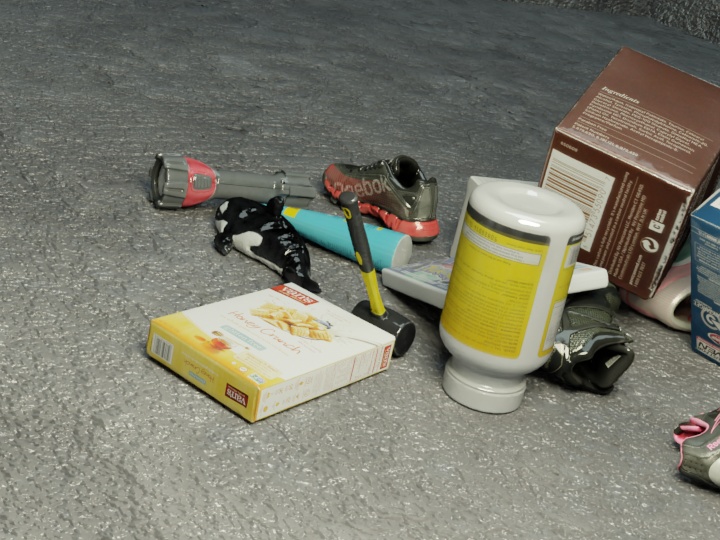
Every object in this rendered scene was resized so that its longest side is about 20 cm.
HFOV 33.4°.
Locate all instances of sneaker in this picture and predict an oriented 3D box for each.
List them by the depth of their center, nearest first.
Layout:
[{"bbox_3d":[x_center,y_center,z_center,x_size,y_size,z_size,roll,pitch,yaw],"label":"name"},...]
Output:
[{"bbox_3d":[0.347,0.150,1.132,0.094,0.080,0.200,8,18,23],"label":"sneaker"},{"bbox_3d":[0.245,0.072,1.257,0.114,0.077,0.199,31,26,25],"label":"sneaker"},{"bbox_3d":[0.421,0.026,1.454,0.198,0.076,0.105,-9,25,-27],"label":"sneaker"},{"bbox_3d":[0.029,-0.112,1.552,0.070,0.099,0.200,-12,31,-42],"label":"sneaker"}]

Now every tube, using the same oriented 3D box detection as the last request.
[{"bbox_3d":[-0.036,-0.046,1.428,0.198,0.051,0.077,19,-7,23],"label":"tube"}]

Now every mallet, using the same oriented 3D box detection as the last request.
[{"bbox_3d":[0.000,0.000,1.160,0.065,0.201,0.041,18,52,39],"label":"mallet"}]

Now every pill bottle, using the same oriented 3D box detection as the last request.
[{"bbox_3d":[0.136,0.027,1.129,0.111,0.202,0.112,10,21,-4],"label":"pill bottle"}]

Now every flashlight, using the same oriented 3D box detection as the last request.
[{"bbox_3d":[-0.160,-0.104,1.484,0.198,0.068,0.068,3,48,-31],"label":"flashlight"}]

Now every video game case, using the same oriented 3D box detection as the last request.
[{"bbox_3d":[0.140,0.007,1.305,0.180,0.023,0.200,-9,10,-19],"label":"video game case"}]

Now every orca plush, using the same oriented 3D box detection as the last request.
[{"bbox_3d":[-0.107,-0.048,1.356,0.104,0.072,0.200,3,24,-22],"label":"orca plush"}]

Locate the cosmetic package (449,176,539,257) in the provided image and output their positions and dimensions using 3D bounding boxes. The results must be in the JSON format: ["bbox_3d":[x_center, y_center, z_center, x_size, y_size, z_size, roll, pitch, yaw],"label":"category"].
[{"bbox_3d":[0.224,-0.045,1.477,0.198,0.114,0.081,5,23,-22],"label":"cosmetic package"}]

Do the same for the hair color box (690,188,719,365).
[{"bbox_3d":[0.414,0.002,1.315,0.100,0.202,0.060,-35,43,-24],"label":"hair color box"}]

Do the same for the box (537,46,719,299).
[{"bbox_3d":[0.310,-0.113,1.350,0.163,0.167,0.200,27,48,18],"label":"box"}]

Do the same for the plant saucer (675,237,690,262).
[{"bbox_3d":[0.358,-0.082,1.545,0.198,0.201,0.028,23,60,24],"label":"plant saucer"}]

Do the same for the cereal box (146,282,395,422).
[{"bbox_3d":[-0.081,0.070,1.125,0.143,0.040,0.199,26,26,31],"label":"cereal box"}]
